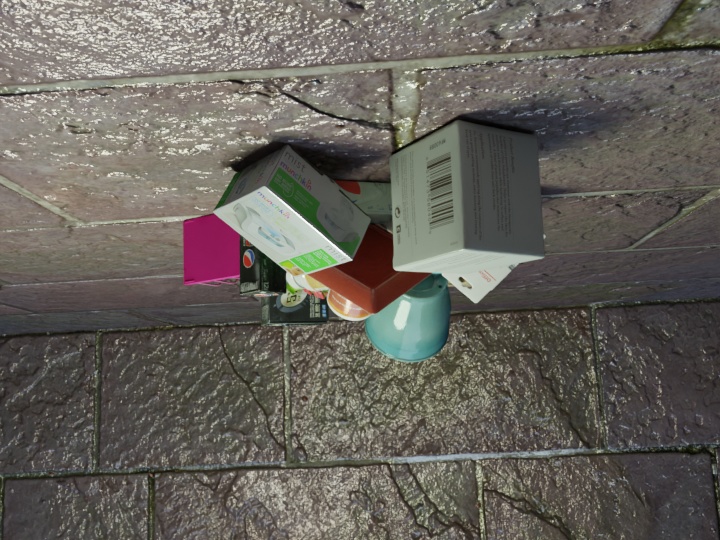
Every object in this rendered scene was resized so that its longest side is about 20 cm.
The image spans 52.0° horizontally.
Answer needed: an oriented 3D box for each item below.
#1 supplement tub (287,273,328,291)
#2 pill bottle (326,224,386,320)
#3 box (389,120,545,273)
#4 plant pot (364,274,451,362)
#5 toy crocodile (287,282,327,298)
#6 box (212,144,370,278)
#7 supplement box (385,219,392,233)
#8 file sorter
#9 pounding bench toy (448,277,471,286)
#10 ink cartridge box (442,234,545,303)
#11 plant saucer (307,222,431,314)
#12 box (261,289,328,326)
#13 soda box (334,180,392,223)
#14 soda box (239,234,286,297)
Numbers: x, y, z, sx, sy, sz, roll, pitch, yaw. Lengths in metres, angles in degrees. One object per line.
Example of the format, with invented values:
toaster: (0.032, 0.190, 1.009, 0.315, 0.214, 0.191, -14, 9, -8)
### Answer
supplement tub: (-0.068, -0.028, 1.722, 0.198, 0.146, 0.144, -7, 169, 24)
pill bottle: (0.000, 0.000, 1.552, 0.111, 0.113, 0.201, 1, 133, -18)
box: (0.167, -0.107, 1.187, 0.170, 0.201, 0.199, 3, 170, -30)
plant pot: (0.117, 0.069, 1.651, 0.198, 0.201, 0.189, -1, 139, -9)
toy crocodile: (-0.092, 0.043, 1.824, 0.198, 0.062, 0.068, 12, 156, 23)
box: (-0.115, -0.095, 1.252, 0.200, 0.097, 0.176, 41, 148, -27)
supplement box: (0.142, -0.094, 1.423, 0.073, 0.127, 0.199, -20, -176, -40)
file sorter: (-0.268, -0.045, 1.595, 0.198, 0.141, 0.125, -9, 169, 30)
pounding bench toy: (0.241, -0.036, 1.815, 0.198, 0.126, 0.156, 1, 169, -21)
ink cartridge box: (0.263, -0.045, 1.510, 0.116, 0.200, 0.068, 38, -165, -22)
plant saucer: (0.016, -0.020, 1.375, 0.199, 0.037, 0.199, 30, -134, 31)
box: (-0.173, 0.042, 1.927, 0.162, 0.202, 0.086, 2, 171, -21)
soda box: (-0.034, -0.130, 1.392, 0.198, 0.064, 0.068, 1, 168, -18)
soda box: (-0.184, -0.054, 1.387, 0.063, 0.202, 0.070, -9, 168, 42)
